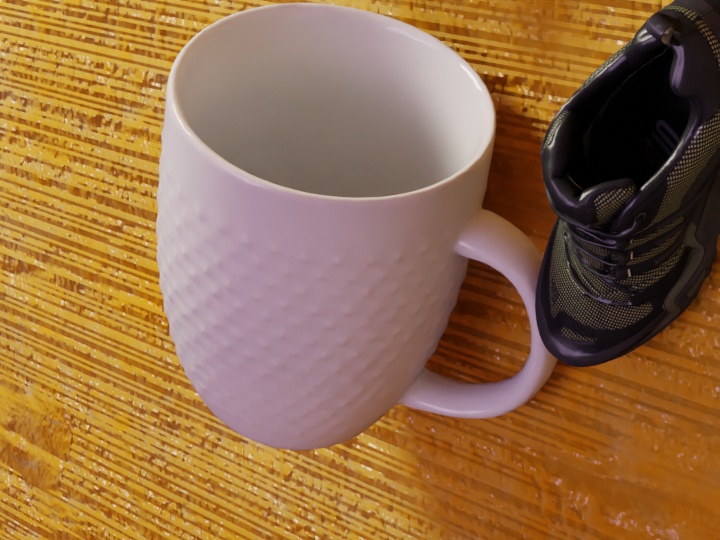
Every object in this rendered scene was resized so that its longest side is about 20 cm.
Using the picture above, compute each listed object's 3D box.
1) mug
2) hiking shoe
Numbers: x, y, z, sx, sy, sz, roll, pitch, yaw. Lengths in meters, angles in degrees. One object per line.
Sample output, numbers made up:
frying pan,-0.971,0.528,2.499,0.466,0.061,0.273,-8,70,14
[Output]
mug,0.000,0.000,0.972,0.199,0.148,0.176,22,132,14
hiking shoe,0.100,-0.036,0.845,0.076,0.100,0.201,51,136,31
